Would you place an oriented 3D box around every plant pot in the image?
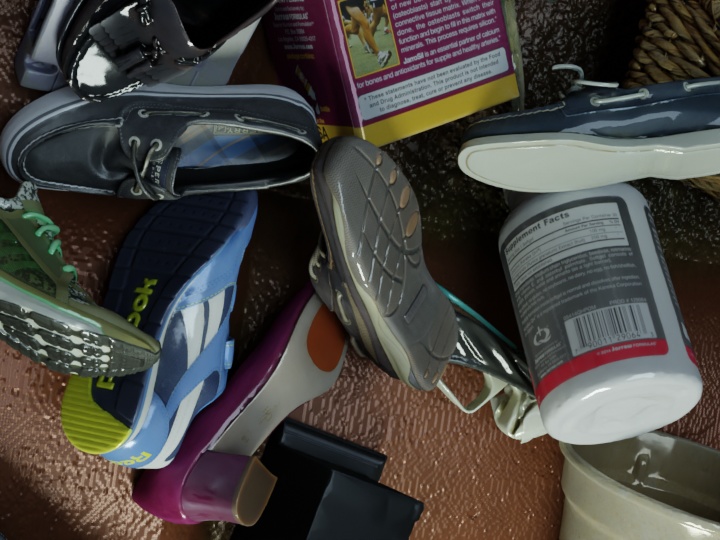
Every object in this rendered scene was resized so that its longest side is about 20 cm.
[{"bbox_3d":[0.215,0.234,1.127,0.199,0.200,0.185,10,103,-30],"label":"plant pot"}]

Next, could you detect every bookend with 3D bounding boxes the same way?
[{"bbox_3d":[-0.011,0.215,0.976,0.092,0.198,0.202,23,84,-27],"label":"bookend"}]

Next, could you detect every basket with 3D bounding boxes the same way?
[{"bbox_3d":[0.296,-0.129,1.117,0.199,0.142,0.150,20,87,-47],"label":"basket"}]

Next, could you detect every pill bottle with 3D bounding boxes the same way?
[{"bbox_3d":[0.156,0.007,1.056,0.110,0.111,0.202,6,59,-30],"label":"pill bottle"}]

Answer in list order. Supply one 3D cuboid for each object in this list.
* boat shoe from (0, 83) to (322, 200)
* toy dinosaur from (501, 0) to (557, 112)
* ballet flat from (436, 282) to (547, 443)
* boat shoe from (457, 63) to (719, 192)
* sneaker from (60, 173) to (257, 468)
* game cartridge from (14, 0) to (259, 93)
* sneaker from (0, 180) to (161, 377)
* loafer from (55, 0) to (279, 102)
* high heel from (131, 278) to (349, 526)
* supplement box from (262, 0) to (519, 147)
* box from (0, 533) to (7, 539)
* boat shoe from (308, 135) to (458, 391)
[{"bbox_3d":[-0.116,-0.071,0.936,0.198,0.066,0.070,-3,125,-21],"label":"boat shoe"},{"bbox_3d":[0.104,-0.213,1.079,0.088,0.047,0.201,-28,110,-8],"label":"toy dinosaur"},{"bbox_3d":[0.103,0.078,1.107,0.199,0.068,0.069,30,91,-19],"label":"ballet flat"},{"bbox_3d":[0.160,-0.095,1.000,0.198,0.075,0.062,-5,69,4],"label":"boat shoe"},{"bbox_3d":[-0.116,0.032,0.968,0.082,0.073,0.201,47,63,-51],"label":"sneaker"},{"bbox_3d":[-0.110,-0.178,0.902,0.129,0.039,0.201,5,135,-33],"label":"game cartridge"},{"bbox_3d":[-0.196,-0.011,0.891,0.199,0.077,0.089,29,64,-5],"label":"sneaker"},{"bbox_3d":[-0.092,-0.154,0.861,0.199,0.063,0.072,-35,137,17],"label":"loafer"},{"bbox_3d":[-0.078,0.076,1.016,0.201,0.095,0.068,-61,139,-34],"label":"high heel"},{"bbox_3d":[0.007,-0.190,0.992,0.130,0.103,0.202,-20,106,-26],"label":"supplement box"},{"bbox_3d":[-0.261,0.260,0.926,0.200,0.046,0.159,-46,115,-17],"label":"box"},{"bbox_3d":[0.000,0.000,0.985,0.075,0.073,0.201,-54,139,-36],"label":"boat shoe"}]
